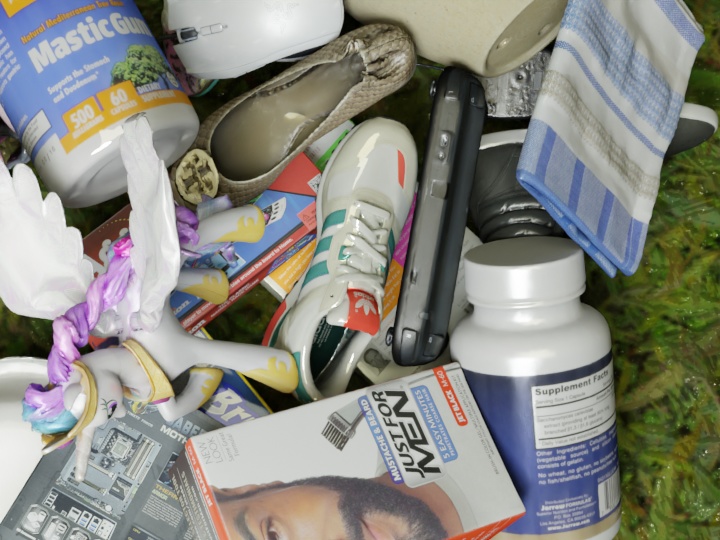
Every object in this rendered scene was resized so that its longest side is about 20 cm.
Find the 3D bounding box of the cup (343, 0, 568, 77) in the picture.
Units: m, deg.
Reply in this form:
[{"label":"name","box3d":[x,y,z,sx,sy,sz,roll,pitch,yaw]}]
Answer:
[{"label":"cup","box3d":[0.078,-0.219,0.947,0.200,0.200,0.144,-38,76,-6]}]

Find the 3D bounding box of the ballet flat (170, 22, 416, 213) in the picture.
[{"label":"ballet flat","box3d":[-0.050,-0.101,0.927,0.198,0.046,0.068,-30,85,16]}]

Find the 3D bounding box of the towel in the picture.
[{"label":"towel","box3d":[0.170,-0.114,0.917,0.024,0.147,0.202,4,65,42]}]

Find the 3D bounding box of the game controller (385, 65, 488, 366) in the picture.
[{"label":"game controller","box3d":[0.053,-0.034,0.946,0.041,0.104,0.203,10,89,6]}]

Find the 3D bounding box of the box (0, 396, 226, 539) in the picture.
[{"label":"box","box3d":[-0.118,0.171,0.878,0.198,0.051,0.159,30,56,-4]}]

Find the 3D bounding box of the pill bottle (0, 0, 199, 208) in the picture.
[{"label":"pill bottle","box3d":[-0.199,-0.154,0.921,0.111,0.112,0.202,-30,82,-5]}]

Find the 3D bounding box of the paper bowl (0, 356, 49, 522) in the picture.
[{"label":"paper bowl","box3d":[-0.234,0.161,0.955,0.197,0.104,0.204,0,85,-4]}]

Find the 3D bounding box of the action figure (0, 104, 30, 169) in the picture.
[{"label":"action figure","box3d":[-0.306,-0.143,0.949,0.147,0.134,0.202,-17,111,24]}]

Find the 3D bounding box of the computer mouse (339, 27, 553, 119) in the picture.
[{"label":"computer mouse","box3d":[0.062,-0.150,1.040,0.197,0.034,0.060,8,100,3]}]

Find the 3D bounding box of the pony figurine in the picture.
[{"label":"pony figurine","box3d":[-0.133,0.012,0.840,0.165,0.199,0.196,-12,91,36]}]

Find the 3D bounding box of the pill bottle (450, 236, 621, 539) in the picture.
[{"label":"pill bottle","box3d":[0.118,0.084,0.948,0.109,0.111,0.203,-7,103,-3]}]

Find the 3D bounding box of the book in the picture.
[{"label":"book","box3d":[0.007,-0.007,1.013,0.200,0.048,0.134,43,82,1]}]

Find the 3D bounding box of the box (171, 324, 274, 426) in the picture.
[{"label":"box","box3d":[-0.080,0.127,0.981,0.064,0.070,0.201,-39,87,-7]}]

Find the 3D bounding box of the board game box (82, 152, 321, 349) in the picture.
[{"label":"board game box","box3d":[-0.115,-0.020,0.966,0.199,0.019,0.103,-39,69,-10]}]

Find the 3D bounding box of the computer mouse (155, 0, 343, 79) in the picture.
[{"label":"computer mouse","box3d":[-0.104,-0.169,0.954,0.198,0.044,0.111,-9,103,31]}]

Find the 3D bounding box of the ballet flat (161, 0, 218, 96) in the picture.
[{"label":"ballet flat","box3d":[-0.101,-0.228,1.013,0.069,0.071,0.202,23,81,34]}]

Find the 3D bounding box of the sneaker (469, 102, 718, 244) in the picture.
[{"label":"sneaker","box3d":[0.168,-0.058,1.003,0.197,0.071,0.101,-11,69,3]}]

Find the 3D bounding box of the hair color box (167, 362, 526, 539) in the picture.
[{"label":"hair color box","box3d":[-0.007,0.139,0.873,0.198,0.064,0.112,-14,68,-28]}]

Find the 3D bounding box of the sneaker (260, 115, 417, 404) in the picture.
[{"label":"sneaker","box3d":[0.000,0.000,0.923,0.070,0.093,0.202,19,100,-27]}]
